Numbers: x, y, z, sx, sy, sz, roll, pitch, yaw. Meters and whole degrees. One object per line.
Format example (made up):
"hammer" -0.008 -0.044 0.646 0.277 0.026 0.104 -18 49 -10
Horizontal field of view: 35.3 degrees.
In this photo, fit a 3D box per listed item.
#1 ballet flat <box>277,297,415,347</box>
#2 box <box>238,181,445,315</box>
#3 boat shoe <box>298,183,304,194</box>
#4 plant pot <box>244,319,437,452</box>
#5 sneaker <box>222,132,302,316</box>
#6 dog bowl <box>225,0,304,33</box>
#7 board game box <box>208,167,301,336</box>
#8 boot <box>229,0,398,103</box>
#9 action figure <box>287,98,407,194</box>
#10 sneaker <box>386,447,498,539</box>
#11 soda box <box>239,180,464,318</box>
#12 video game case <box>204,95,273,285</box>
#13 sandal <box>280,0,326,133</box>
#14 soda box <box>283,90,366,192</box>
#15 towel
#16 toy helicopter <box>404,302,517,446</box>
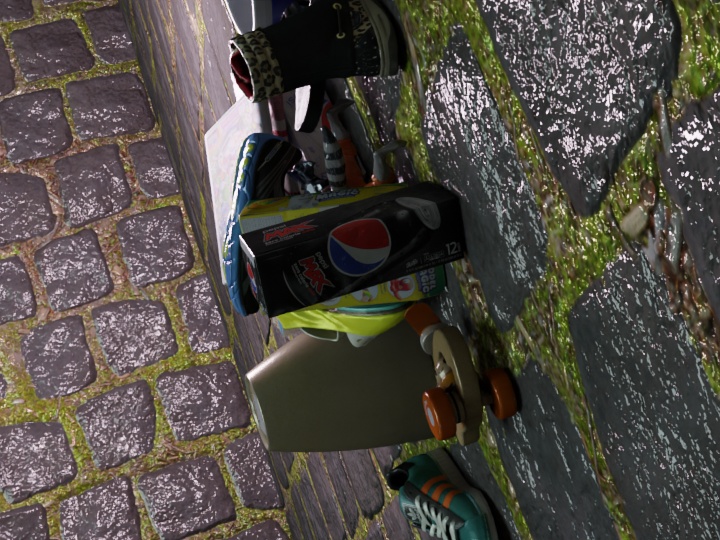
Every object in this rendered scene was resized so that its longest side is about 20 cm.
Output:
"ballet flat" -0.018 0.048 1.231 0.198 0.067 0.068 6 120 37
"box" -0.015 -0.023 1.154 0.048 0.197 0.119 -68 -30 -61
"boat shoe" -0.044 -0.051 1.467 0.063 0.070 0.201 90 155 -58
"plant pot" -0.029 0.138 1.340 0.187 0.198 0.190 163 90 -76
"sneaker" -0.104 -0.045 1.221 0.071 0.082 0.202 -139 58 -71
"dog bowl" -0.123 -0.383 1.365 0.200 0.078 0.203 163 90 -76
"board game box" -0.121 -0.036 1.434 0.200 0.064 0.149 45 148 47
"boot" -0.063 -0.242 1.121 0.204 0.152 0.074 -121 19 -46
"action figure" -0.032 -0.081 1.221 0.199 0.104 0.196 33 125 34
"sneaker" 0.090 0.270 1.258 0.200 0.079 0.072 -137 33 -65
"soda box" -0.007 -0.022 1.053 0.071 0.198 0.064 -136 31 -64
"video game case" -0.139 -0.101 1.350 0.143 0.018 0.203 -33 61 50
"sandal" -0.063 -0.245 1.229 0.075 0.047 0.203 125 151 -56
"soda box" -0.057 -0.161 1.388 0.069 0.063 0.201 93 157 -53
"towel" -0.111 -0.146 1.427 0.144 0.023 0.202 38 142 58
"toy helicopter" 0.084 0.113 1.115 0.201 0.078 0.134 94 157 -65
